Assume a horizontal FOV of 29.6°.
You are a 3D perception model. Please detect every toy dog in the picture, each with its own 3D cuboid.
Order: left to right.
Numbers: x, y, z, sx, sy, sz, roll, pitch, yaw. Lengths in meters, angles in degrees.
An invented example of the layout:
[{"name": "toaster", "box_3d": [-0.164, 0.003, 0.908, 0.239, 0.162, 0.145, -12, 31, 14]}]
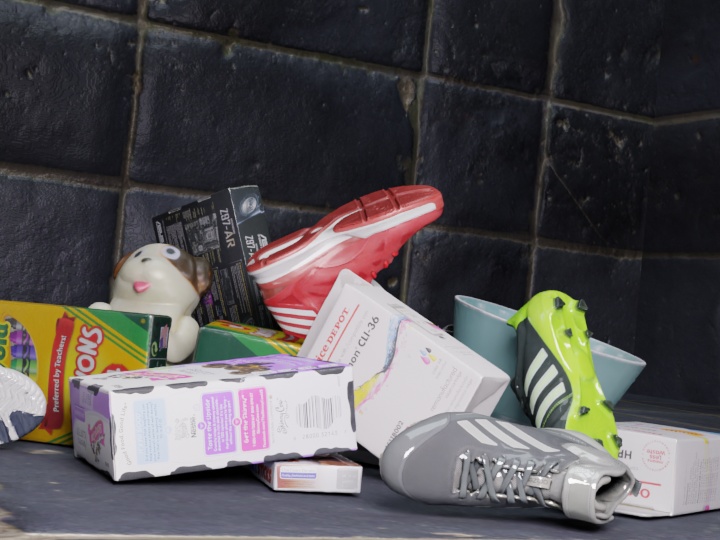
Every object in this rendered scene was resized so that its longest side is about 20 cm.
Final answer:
[{"name": "toy dog", "box_3d": [-0.221, 0.071, 1.484, 0.139, 0.201, 0.194, 5, -2, 25]}]

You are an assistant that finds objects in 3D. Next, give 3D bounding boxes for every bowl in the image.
[{"name": "bowl", "box_3d": [0.173, 0.106, 1.357, 0.200, 0.105, 0.201, 18, 4, -1]}]

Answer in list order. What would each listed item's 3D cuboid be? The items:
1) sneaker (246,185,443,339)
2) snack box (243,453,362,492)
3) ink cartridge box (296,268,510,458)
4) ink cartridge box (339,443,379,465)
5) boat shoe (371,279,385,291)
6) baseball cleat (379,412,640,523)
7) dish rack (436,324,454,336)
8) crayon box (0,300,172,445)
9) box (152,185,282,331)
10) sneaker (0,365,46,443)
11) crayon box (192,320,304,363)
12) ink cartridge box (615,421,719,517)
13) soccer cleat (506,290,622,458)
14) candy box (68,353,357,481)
[{"name": "sneaker", "box_3d": [0.000, 0.000, 1.323, 0.200, 0.116, 0.078, -22, 20, 4]}, {"name": "snack box", "box_3d": [-0.059, 0.163, 1.162, 0.072, 0.024, 0.200, 3, -1, -15]}, {"name": "ink cartridge box", "box_3d": [0.018, 0.091, 1.222, 0.200, 0.117, 0.067, 34, 12, 28]}, {"name": "ink cartridge box", "box_3d": [0.096, 0.180, 1.368, 0.162, 0.050, 0.200, 4, -7, 31]}, {"name": "boat shoe", "box_3d": [-0.016, 0.033, 1.418, 0.064, 0.071, 0.200, 17, 1, -35]}, {"name": "baseball cleat", "box_3d": [0.118, 0.147, 1.009, 0.200, 0.070, 0.106, 1, 10, -28]}, {"name": "dish rack", "box_3d": [0.113, 0.123, 1.511, 0.153, 0.200, 0.055, 7, 39, -23]}, {"name": "crayon box", "box_3d": [-0.281, 0.095, 1.260, 0.200, 0.127, 0.051, 4, -2, 15]}, {"name": "box", "box_3d": [-0.157, 0.018, 1.537, 0.043, 0.200, 0.160, -10, -4, -43]}, {"name": "sneaker", "box_3d": [-0.367, 0.107, 1.206, 0.199, 0.080, 0.130, -5, 6, 3]}, {"name": "crayon box", "box_3d": [-0.062, 0.095, 1.377, 0.200, 0.051, 0.127, 12, 1, 0]}, {"name": "ink cartridge box", "box_3d": [0.251, 0.174, 1.212, 0.115, 0.068, 0.200, 4, -2, 36]}, {"name": "soccer cleat", "box_3d": [0.170, 0.115, 1.165, 0.067, 0.200, 0.081, 12, -32, -33]}, {"name": "candy box", "box_3d": [-0.126, 0.116, 1.121, 0.200, 0.072, 0.168, -5, 2, -23]}]
